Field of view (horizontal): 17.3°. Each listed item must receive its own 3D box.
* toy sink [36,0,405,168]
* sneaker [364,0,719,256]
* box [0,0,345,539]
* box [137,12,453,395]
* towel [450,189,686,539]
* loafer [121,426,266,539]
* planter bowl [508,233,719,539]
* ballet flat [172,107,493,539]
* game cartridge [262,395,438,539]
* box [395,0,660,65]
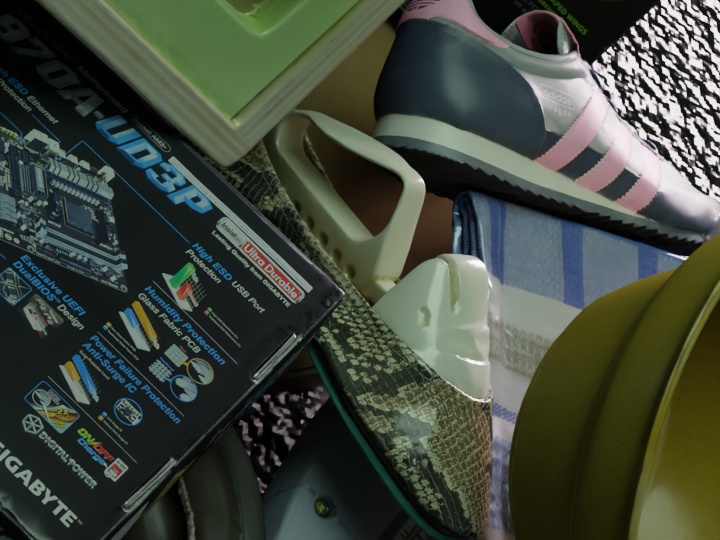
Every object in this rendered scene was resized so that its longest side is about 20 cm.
[{"bbox_3d":[-0.026,-0.154,0.770,0.112,0.200,0.130,48,3,38],"label":"toy sink"},{"bbox_3d":[0.086,-0.058,0.949,0.200,0.070,0.082,19,77,-46],"label":"sneaker"},{"bbox_3d":[-0.123,-0.009,0.741,0.200,0.046,0.159,43,45,1],"label":"box"},{"bbox_3d":[-0.021,-0.033,0.945,0.200,0.021,0.164,-7,65,-37],"label":"box"},{"bbox_3d":[0.094,0.073,0.890,0.147,0.024,0.200,17,59,-29],"label":"towel"},{"bbox_3d":[-0.095,0.050,0.803,0.071,0.073,0.200,11,44,-43],"label":"loafer"},{"bbox_3d":[0.108,0.066,0.809,0.200,0.083,0.201,-22,119,-48],"label":"planter bowl"},{"bbox_3d":[0.000,0.000,0.835,0.200,0.075,0.068,53,17,30],"label":"ballet flat"},{"bbox_3d":[0.040,0.090,0.880,0.133,0.041,0.200,51,49,-9],"label":"game cartridge"},{"bbox_3d":[0.110,-0.183,0.996,0.124,0.200,0.149,47,36,-2],"label":"box"}]
